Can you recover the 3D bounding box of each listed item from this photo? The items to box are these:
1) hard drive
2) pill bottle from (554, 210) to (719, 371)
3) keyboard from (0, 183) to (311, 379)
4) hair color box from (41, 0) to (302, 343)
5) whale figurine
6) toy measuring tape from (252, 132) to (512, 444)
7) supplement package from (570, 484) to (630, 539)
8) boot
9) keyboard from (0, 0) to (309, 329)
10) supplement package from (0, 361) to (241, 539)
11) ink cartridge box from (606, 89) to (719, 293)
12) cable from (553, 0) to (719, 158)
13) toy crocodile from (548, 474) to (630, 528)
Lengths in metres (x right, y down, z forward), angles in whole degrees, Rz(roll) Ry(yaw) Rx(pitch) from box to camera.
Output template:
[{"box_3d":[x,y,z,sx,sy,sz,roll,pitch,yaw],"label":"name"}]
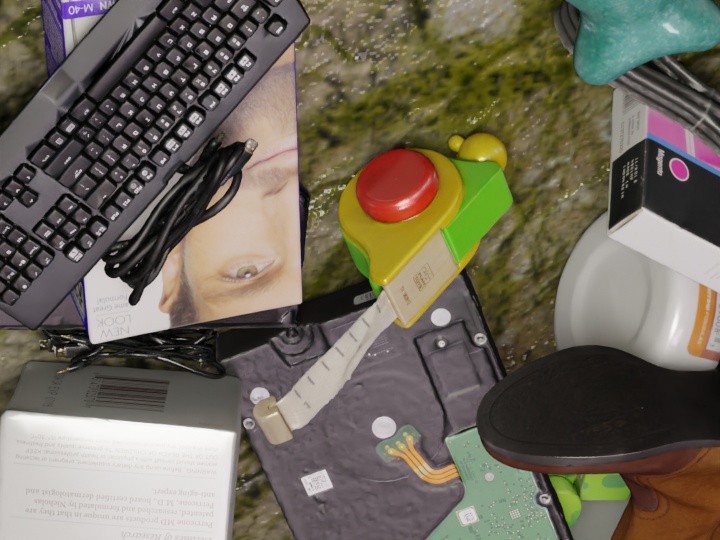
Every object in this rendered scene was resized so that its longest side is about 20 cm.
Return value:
[{"box_3d":[0.022,0.099,1.502,0.139,0.038,0.201,-21,115,7],"label":"hard drive"},{"box_3d":[0.211,0.036,1.524,0.199,0.112,0.112,14,123,-32],"label":"pill bottle"},{"box_3d":[-0.125,0.000,1.415,0.199,0.040,0.105,1,106,-22],"label":"keyboard"},{"box_3d":[-0.087,-0.072,1.321,0.109,0.065,0.201,-11,127,-14],"label":"hair color box"},{"box_3d":[0.111,-0.163,1.291,0.158,0.104,0.201,-17,125,7],"label":"whale figurine"},{"box_3d":[0.000,0.000,1.407,0.200,0.073,0.074,-47,139,-20],"label":"toy measuring tape"},{"box_3d":[0.122,0.247,1.651,0.190,0.147,0.201,-12,132,-12],"label":"supplement package"},{"box_3d":[0.138,0.114,1.467,0.187,0.069,0.201,-14,146,-18],"label":"boot"},{"box_3d":[-0.096,-0.052,1.256,0.104,0.040,0.200,34,107,-30],"label":"keyboard"},{"box_3d":[-0.124,0.158,1.417,0.116,0.117,0.201,4,100,-3],"label":"supplement package"},{"box_3d":[0.213,-0.022,1.457,0.199,0.095,0.037,27,139,-26],"label":"ink cartridge box"},{"box_3d":[0.177,-0.065,1.411,0.199,0.098,0.050,22,140,-15],"label":"cable"},{"box_3d":[0.130,0.103,1.579,0.199,0.068,0.062,-5,130,-15],"label":"toy crocodile"}]
